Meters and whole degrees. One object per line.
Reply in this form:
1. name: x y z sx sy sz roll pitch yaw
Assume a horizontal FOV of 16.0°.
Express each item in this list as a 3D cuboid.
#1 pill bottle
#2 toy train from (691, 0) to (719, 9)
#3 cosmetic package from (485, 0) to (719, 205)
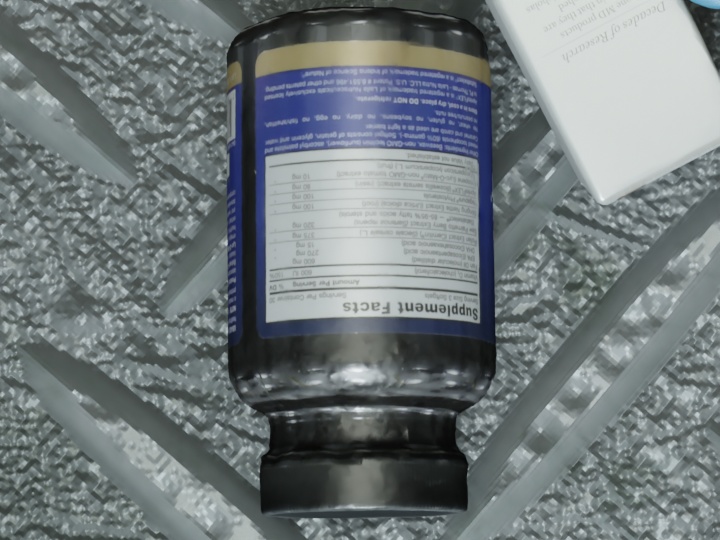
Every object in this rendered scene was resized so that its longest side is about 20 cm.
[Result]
1. pill bottle: 0.000 0.000 1.051 0.111 0.112 0.201 -1 83 2
2. toy train: 0.196 -0.096 1.027 0.085 0.116 0.200 -33 105 30
3. cosmetic package: 0.079 -0.134 1.046 0.074 0.102 0.200 -29 98 4
